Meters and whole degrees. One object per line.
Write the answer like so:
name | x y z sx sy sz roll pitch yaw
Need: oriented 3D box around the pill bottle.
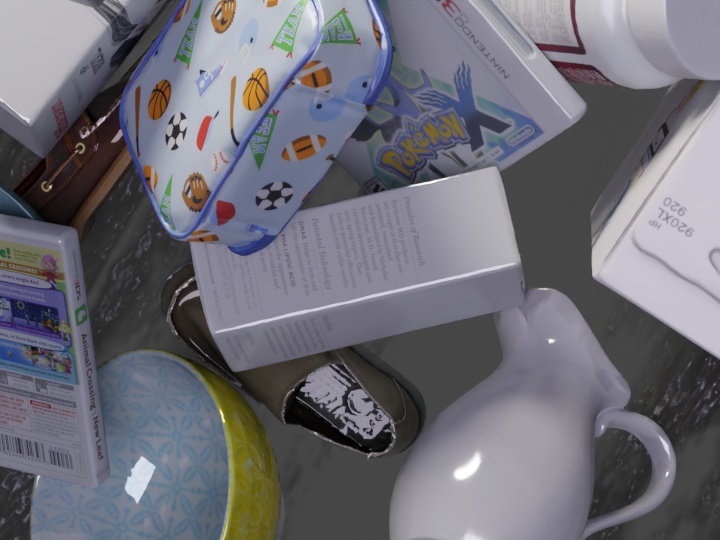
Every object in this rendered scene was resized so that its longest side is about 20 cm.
pill bottle | 0.151 -0.167 1.572 0.109 0.200 0.110 -6 101 -35

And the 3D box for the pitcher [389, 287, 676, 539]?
pitcher | 0.116 0.137 1.665 0.172 0.200 0.121 41 143 -13

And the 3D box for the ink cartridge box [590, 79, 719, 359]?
ink cartridge box | 0.240 -0.035 1.603 0.147 0.200 0.145 32 103 -4

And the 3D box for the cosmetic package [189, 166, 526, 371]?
cosmetic package | 0.000 0.000 1.641 0.200 0.102 0.074 -14 74 0

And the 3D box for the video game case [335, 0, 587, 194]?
video game case | 0.024 -0.128 1.626 0.182 0.022 0.200 48 143 -7

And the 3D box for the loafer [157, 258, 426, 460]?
loafer | -0.044 0.059 1.712 0.200 0.070 0.075 30 103 -3

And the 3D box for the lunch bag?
lunch bag | -0.064 -0.121 1.562 0.076 0.160 0.200 14 127 -36

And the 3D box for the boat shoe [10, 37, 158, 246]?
boat shoe | -0.184 -0.074 1.691 0.070 0.070 0.200 35 103 -5

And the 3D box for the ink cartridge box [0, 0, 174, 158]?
ink cartridge box | -0.168 -0.177 1.596 0.084 0.145 0.200 38 83 0

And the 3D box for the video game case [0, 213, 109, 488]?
video game case | -0.258 0.041 1.687 0.200 0.022 0.182 11 120 28

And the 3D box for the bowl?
bowl | -0.115 0.156 1.710 0.108 0.200 0.200 14 109 -44

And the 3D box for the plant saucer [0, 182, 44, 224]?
plant saucer | -0.258 0.013 1.702 0.200 0.027 0.200 14 121 25
